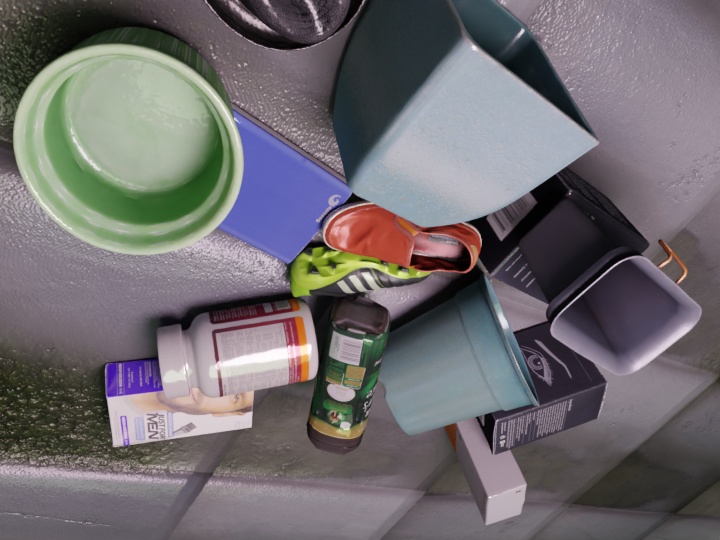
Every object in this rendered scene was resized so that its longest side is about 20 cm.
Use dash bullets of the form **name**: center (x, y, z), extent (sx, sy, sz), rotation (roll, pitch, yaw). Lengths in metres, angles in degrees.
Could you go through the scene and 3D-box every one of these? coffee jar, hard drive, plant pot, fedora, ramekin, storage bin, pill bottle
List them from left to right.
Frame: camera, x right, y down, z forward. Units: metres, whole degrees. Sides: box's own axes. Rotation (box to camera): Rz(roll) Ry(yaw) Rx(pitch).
- **ramekin**: center (-0.209, -0.126, 0.625), extent (0.195, 0.098, 0.203), rotation (-5, 125, -7)
- **pill bottle**: center (-0.161, 0.105, 0.869), extent (0.195, 0.111, 0.111), rotation (-8, 134, -14)
- **hard drive**: center (-0.120, -0.096, 0.760), extent (0.198, 0.026, 0.132), rotation (28, 116, -38)
- **fedora**: center (-0.061, -0.273, 0.571), extent (0.196, 0.092, 0.203), rotation (-12, 134, -12)
- **coffee jar**: center (-0.018, 0.145, 0.904), extent (0.083, 0.105, 0.204), rotation (14, 115, 2)
- **plant pot**: center (0.076, -0.162, 0.670), extent (0.193, 0.199, 0.200), rotation (22, 129, -36)
- **plant pot**: center (0.133, 0.136, 0.971), extent (0.193, 0.203, 0.201), rotation (-24, 136, 14)
- **storage bin**: center (0.284, 0.006, 0.768), extent (0.198, 0.136, 0.146), rotation (27, 118, -38)

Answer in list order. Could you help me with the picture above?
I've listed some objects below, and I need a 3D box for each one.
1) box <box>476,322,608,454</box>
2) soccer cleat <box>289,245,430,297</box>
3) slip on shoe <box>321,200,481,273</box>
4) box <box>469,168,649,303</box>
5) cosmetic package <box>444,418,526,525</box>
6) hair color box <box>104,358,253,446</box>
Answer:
- **box**: center (0.280, 0.189, 1.096), extent (0.196, 0.149, 0.106), rotation (-15, 135, -7)
- **soccer cleat**: center (0.000, 0.000, 0.879), extent (0.196, 0.069, 0.081), rotation (-3, 152, -20)
- **slip on shoe**: center (0.050, -0.037, 0.794), extent (0.195, 0.062, 0.075), rotation (9, 121, 0)
- **box**: center (0.262, -0.047, 0.892), extent (0.198, 0.105, 0.148), rotation (23, 119, -37)
- **cosmetic package**: center (0.211, 0.317, 1.148), extent (0.070, 0.202, 0.103), rotation (-14, 135, -8)
- **hair color box**: center (-0.252, 0.179, 0.935), extent (0.196, 0.065, 0.111), rotation (-5, 132, -19)
